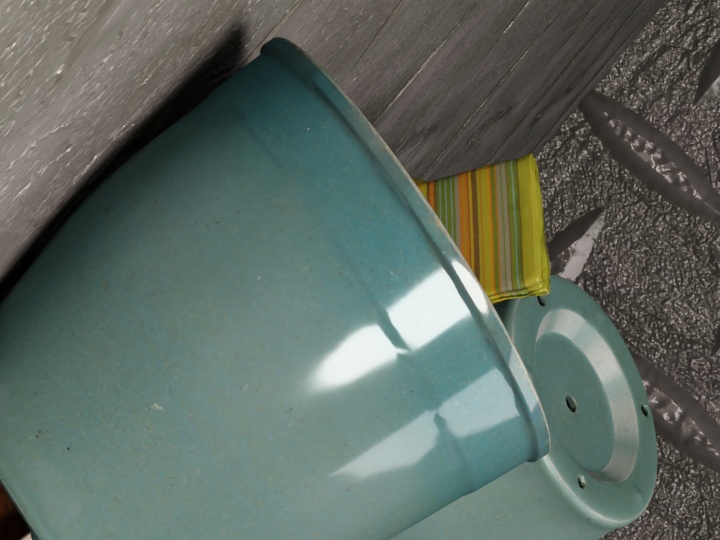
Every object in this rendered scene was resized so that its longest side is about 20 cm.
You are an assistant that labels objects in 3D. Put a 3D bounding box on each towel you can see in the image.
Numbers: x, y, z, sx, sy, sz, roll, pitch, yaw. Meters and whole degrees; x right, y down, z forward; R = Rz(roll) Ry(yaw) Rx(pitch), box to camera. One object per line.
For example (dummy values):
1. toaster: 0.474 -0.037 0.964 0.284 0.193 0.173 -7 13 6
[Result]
1. towel: 0.000 0.000 1.115 0.199 0.018 0.086 -15 -132 19

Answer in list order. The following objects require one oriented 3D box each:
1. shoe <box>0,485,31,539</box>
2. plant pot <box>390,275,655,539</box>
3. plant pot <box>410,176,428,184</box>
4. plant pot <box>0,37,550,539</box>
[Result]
1. shoe: -0.169 0.114 1.032 0.200 0.070 0.053 -42 179 -43
2. plant pot: 0.044 0.094 1.157 0.187 0.201 0.200 -25 -171 32
3. plant pot: 0.007 0.017 1.353 0.200 0.200 0.142 -48 149 -9
4. plant pot: -0.056 0.043 0.875 0.188 0.200 0.200 -34 173 -7
